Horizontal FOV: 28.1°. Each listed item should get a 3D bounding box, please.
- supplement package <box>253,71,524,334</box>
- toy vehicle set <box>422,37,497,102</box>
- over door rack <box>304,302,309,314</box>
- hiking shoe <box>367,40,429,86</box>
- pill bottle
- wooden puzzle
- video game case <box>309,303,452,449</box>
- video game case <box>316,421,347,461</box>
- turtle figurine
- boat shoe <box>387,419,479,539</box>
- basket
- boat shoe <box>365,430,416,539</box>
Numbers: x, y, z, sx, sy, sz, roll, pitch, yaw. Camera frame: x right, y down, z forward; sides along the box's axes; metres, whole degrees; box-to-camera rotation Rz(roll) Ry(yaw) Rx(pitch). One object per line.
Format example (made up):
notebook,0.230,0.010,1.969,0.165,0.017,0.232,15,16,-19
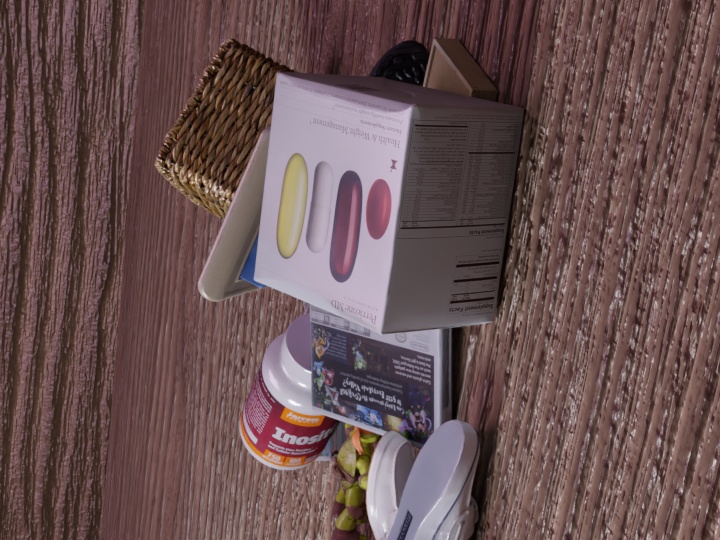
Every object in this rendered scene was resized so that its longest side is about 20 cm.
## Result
supplement package,0.022,-0.067,1.318,0.191,0.147,0.201,20,107,46
toy vehicle set,0.083,-0.115,1.430,0.124,0.026,0.201,-115,31,-54
over door rack,-0.057,-0.044,1.797,0.148,0.066,0.201,130,138,-64
hiking shoe,0.022,-0.153,1.538,0.101,0.075,0.201,-105,32,-72
pill bottle,-0.070,0.141,1.692,0.200,0.112,0.113,114,152,-50
wooden puzzle,-0.074,-0.055,1.448,0.186,0.046,0.200,-65,-16,11
video game case,0.018,0.078,1.473,0.199,0.023,0.183,13,108,46
video game case,-0.037,0.166,1.800,0.200,0.018,0.144,160,110,-71
turtle figurine,-0.001,0.230,1.606,0.200,0.064,0.162,-120,35,-58
boat shoe,0.077,0.231,1.365,0.201,0.065,0.074,-67,26,23
basket,-0.149,-0.167,1.828,0.201,0.148,0.143,-63,-5,-11
boat shoe,0.052,0.259,1.442,0.069,0.071,0.201,6,110,33
